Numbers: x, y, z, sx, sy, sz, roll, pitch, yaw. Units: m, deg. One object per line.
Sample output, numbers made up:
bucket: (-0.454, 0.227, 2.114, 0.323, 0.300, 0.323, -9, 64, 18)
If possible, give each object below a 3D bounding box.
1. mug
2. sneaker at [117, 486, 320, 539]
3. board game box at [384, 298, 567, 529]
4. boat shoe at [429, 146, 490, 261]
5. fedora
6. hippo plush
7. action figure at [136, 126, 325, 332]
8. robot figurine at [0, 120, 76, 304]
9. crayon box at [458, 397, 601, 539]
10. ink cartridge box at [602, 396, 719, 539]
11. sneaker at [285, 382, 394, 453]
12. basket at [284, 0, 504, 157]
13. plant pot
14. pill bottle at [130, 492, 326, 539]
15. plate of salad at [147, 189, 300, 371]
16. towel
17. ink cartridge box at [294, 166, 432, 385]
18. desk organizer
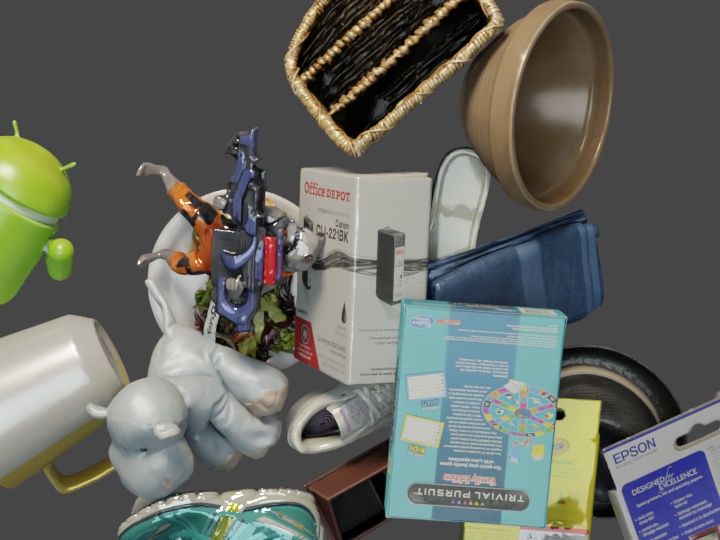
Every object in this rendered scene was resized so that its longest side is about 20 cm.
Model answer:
mug: (-0.318, 0.128, 1.351, 0.153, 0.187, 0.150, -28, 65, -2)
sneaker: (-0.139, 0.258, 1.279, 0.199, 0.078, 0.080, -4, 67, -1)
board game box: (0.105, 0.132, 1.217, 0.151, 0.047, 0.201, 5, 97, -2)
boat shoe: (0.082, -0.029, 1.329, 0.075, 0.062, 0.201, 12, 97, 2)
fedora: (0.242, 0.175, 1.340, 0.200, 0.092, 0.201, 0, 99, 2)
hippo plush: (-0.167, 0.138, 1.281, 0.159, 0.161, 0.201, 8, 114, 16)
action figure: (-0.123, -0.054, 1.271, 0.193, 0.105, 0.200, 18, 111, 19)
robot figurine: (-0.369, -0.048, 1.315, 0.175, 0.116, 0.200, 35, 99, 1)
crayon box: (0.164, 0.215, 1.276, 0.127, 0.051, 0.201, 5, 97, 1)
ink cartridge box: (0.350, 0.225, 1.299, 0.197, 0.047, 0.200, -22, 98, -8)
sneaker: (0.016, 0.138, 1.341, 0.200, 0.100, 0.075, -28, 95, 5)
basket: (0.022, -0.225, 1.255, 0.200, 0.149, 0.143, -40, 96, 9)
plant pot: (0.160, -0.163, 1.263, 0.093, 0.201, 0.201, 14, 102, 34)
pill bottle: (-0.137, 0.289, 1.365, 0.199, 0.111, 0.111, 1, 99, 3)
plate of salad: (-0.123, 0.016, 1.352, 0.199, 0.048, 0.201, 0, 99, 1)
towel: (0.152, 0.020, 1.302, 0.200, 0.049, 0.112, -20, 115, -24)
ink cartridge box: (0.000, 0.000, 1.284, 0.084, 0.144, 0.201, 0, 97, -25)
desk organizer: (0.053, 0.207, 1.328, 0.200, 0.077, 0.072, -27, 98, -15)
